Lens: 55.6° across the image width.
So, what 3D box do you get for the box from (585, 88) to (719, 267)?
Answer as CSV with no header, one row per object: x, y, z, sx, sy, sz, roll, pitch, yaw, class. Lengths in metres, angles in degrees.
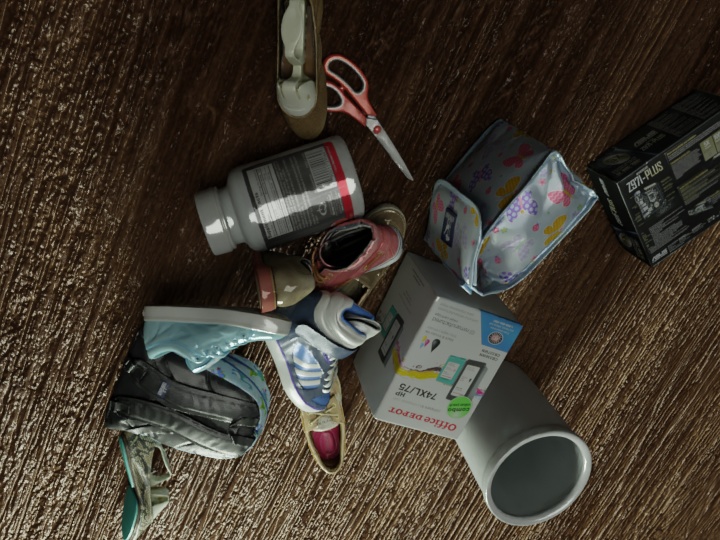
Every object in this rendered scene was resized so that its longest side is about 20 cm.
0.461,-0.135,1.003,0.199,0.086,0.164,-35,119,3,box

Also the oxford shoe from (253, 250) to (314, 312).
-0.096,0.011,0.862,0.074,0.200,0.071,-8,103,-9,oxford shoe

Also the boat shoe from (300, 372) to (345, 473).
-0.055,0.223,1.045,0.073,0.069,0.202,-15,116,-6,boat shoe

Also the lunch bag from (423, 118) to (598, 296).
0.178,-0.080,0.907,0.127,0.170,0.200,35,103,-27,lunch bag

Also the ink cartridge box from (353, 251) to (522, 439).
0.104,0.109,0.990,0.145,0.146,0.202,18,110,-21,ink cartridge box

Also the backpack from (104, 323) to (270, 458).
-0.222,0.173,0.945,0.198,0.154,0.165,23,102,6,backpack

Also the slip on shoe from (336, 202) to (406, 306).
0.000,0.000,0.960,0.076,0.061,0.201,33,103,-26,slip on shoe

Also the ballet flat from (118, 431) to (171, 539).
-0.323,0.322,1.031,0.074,0.068,0.203,-6,115,-29,ballet flat

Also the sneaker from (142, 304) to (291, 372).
-0.178,0.086,0.850,0.197,0.074,0.083,1,90,19,sneaker

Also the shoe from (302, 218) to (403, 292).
-0.045,-0.009,0.897,0.198,0.072,0.091,-26,163,21,shoe

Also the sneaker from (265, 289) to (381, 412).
-0.035,0.112,0.916,0.145,0.081,0.202,-9,126,19,sneaker

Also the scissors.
0.019,-0.199,0.896,0.199,0.014,0.073,35,101,-25,scissors

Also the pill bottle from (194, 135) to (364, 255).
-0.102,-0.089,0.862,0.198,0.111,0.112,-18,118,-5,pill bottle

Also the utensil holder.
0.236,0.259,1.067,0.167,0.200,0.172,-5,116,-11,utensil holder

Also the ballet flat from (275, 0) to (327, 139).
-0.074,-0.250,0.811,0.067,0.072,0.203,8,115,8,ballet flat
